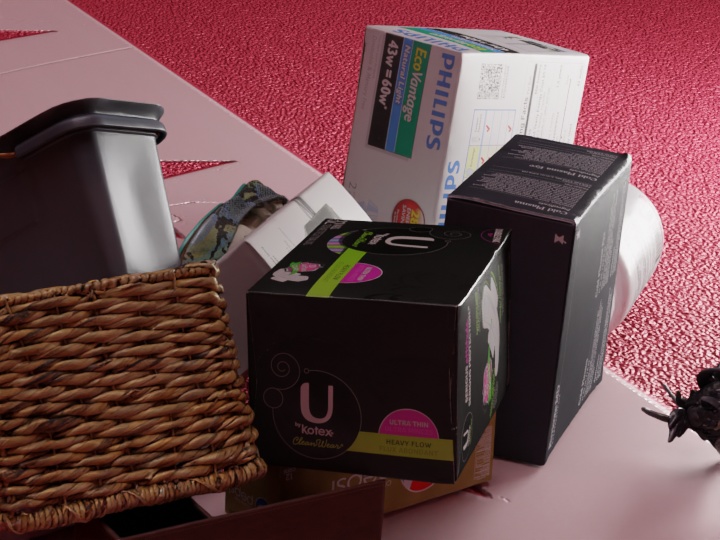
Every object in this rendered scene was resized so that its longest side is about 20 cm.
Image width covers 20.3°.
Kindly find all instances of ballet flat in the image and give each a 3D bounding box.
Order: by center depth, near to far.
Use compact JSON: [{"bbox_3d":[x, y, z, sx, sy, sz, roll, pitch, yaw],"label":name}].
[{"bbox_3d":[-0.109,-0.033,1.861,0.073,0.075,0.200,9,25,14],"label":"ballet flat"}]

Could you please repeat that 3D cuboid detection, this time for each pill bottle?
[{"bbox_3d":[0.191,-0.002,1.758,0.112,0.115,0.200,10,21,17],"label":"pill bottle"}]

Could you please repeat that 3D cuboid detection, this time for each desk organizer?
[{"bbox_3d":[-0.083,0.175,1.300,0.198,0.078,0.072,-9,24,-31],"label":"desk organizer"}]

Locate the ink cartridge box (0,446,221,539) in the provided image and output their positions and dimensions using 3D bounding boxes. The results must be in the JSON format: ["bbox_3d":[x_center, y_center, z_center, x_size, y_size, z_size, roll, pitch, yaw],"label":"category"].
[{"bbox_3d":[-0.215,0.112,1.434,0.199,0.086,0.145,-13,26,-40],"label":"ink cartridge box"}]

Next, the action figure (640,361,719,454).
[{"bbox_3d":[0.308,0.114,1.504,0.199,0.103,0.119,-13,12,46],"label":"action figure"}]

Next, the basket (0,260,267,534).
[{"bbox_3d":[-0.184,0.090,1.301,0.199,0.150,0.142,-11,-7,-34],"label":"basket"}]

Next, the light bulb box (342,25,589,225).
[{"bbox_3d":[0.096,-0.122,1.901,0.124,0.200,0.199,20,16,40],"label":"light bulb box"}]

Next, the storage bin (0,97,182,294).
[{"bbox_3d":[-0.232,-0.027,1.502,0.199,0.135,0.145,-26,-13,29],"label":"storage bin"}]

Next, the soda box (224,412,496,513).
[{"bbox_3d":[0.002,0.133,1.442,0.199,0.065,0.068,-12,24,-36],"label":"soda box"}]

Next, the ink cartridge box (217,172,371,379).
[{"bbox_3d":[-0.079,0.018,1.594,0.083,0.147,0.200,49,24,-2],"label":"ink cartridge box"}]

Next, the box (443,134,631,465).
[{"bbox_3d":[0.131,0.018,1.573,0.103,0.202,0.182,12,21,17],"label":"box"}]

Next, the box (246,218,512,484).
[{"bbox_3d":[0.017,0.049,1.388,0.147,0.126,0.200,3,16,13],"label":"box"}]
